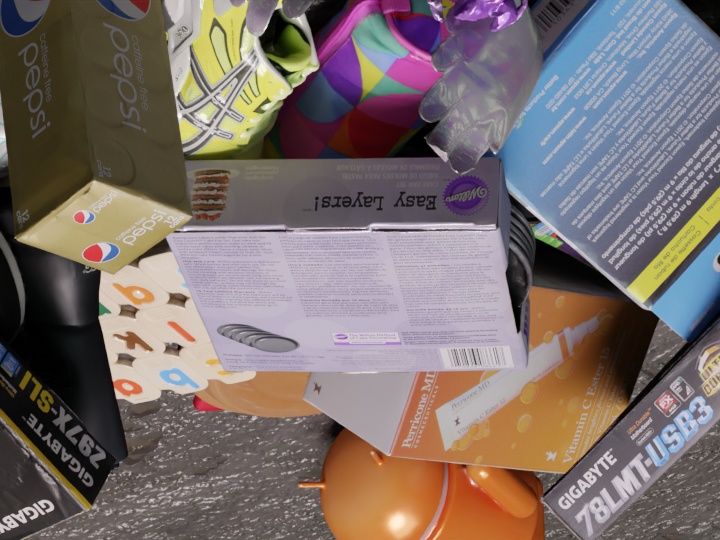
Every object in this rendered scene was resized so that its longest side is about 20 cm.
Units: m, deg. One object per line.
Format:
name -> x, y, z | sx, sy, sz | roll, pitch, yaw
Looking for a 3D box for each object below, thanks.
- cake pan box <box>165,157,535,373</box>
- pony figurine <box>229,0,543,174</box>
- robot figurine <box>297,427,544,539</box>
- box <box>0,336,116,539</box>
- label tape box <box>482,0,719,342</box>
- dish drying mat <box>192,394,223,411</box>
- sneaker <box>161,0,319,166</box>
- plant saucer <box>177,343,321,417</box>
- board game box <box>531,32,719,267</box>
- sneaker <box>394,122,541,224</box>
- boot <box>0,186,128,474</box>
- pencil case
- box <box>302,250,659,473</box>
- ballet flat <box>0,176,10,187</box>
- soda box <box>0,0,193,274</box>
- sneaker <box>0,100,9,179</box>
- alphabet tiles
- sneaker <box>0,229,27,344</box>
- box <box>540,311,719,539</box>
cake pan box -> 0.000, 0.000, 1.473 | 0.198, 0.053, 0.184 | -1, 154, 10
pony figurine -> 0.055, -0.173, 1.294 | 0.166, 0.193, 0.200 | 40, 148, 1
robot figurine -> 0.053, 0.166, 1.899 | 0.199, 0.144, 0.117 | 20, 100, -40
box -> -0.259, 0.095, 1.432 | 0.199, 0.049, 0.160 | -25, 114, 35
label tape box -> 0.163, -0.074, 1.477 | 0.200, 0.066, 0.143 | 38, 98, -30
dish drying mat -> -0.051, 0.037, 1.747 | 0.076, 0.018, 0.200 | 0, 147, -25
sneaker -> -0.066, -0.105, 1.405 | 0.076, 0.075, 0.201 | 29, 144, 20
plant saucer -> -0.023, 0.045, 1.726 | 0.199, 0.033, 0.201 | -12, 151, -7
board game box -> 0.221, -0.067, 1.624 | 0.199, 0.057, 0.165 | -31, 146, 29
sneaker -> 0.073, -0.062, 1.545 | 0.198, 0.083, 0.071 | -21, 114, 10
boot -> -0.226, 0.037, 1.495 | 0.199, 0.170, 0.076 | 5, -165, 29
pencil case -> -0.007, -0.097, 1.480 | 0.088, 0.089, 0.200 | 11, 142, -31
box -> 0.080, 0.052, 1.663 | 0.199, 0.097, 0.125 | 8, 105, -41
ballet flat -> -0.127, -0.049, 1.543 | 0.199, 0.057, 0.067 | 5, 147, -22
soda box -> -0.140, -0.104, 1.308 | 0.067, 0.201, 0.064 | 20, 138, -42
sneaker -> -0.203, -0.091, 1.457 | 0.199, 0.071, 0.081 | -6, 127, -1
alphabet tiles -> -0.162, 0.025, 1.643 | 0.199, 0.015, 0.196 | -13, 142, 32
sneaker -> -0.260, -0.032, 1.393 | 0.070, 0.201, 0.090 | -29, -173, 21
box -> 0.221, 0.060, 1.600 | 0.200, 0.050, 0.198 | -51, 171, 37
